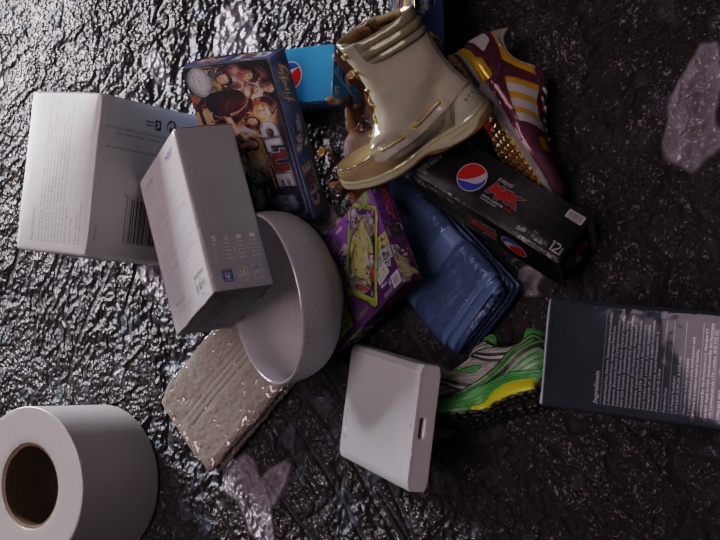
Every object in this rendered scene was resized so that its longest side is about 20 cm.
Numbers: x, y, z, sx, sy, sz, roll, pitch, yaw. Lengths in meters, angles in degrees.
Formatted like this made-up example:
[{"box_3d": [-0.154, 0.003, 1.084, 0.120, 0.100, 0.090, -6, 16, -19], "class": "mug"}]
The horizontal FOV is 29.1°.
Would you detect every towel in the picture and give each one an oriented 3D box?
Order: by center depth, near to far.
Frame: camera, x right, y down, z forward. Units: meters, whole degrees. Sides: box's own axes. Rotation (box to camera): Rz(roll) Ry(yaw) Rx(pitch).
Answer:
[{"box_3d": [0.083, -0.009, 1.551, 0.200, 0.048, 0.112, 49, 115, 27], "class": "towel"}, {"box_3d": [-0.160, 0.142, 1.723, 0.200, 0.034, 0.133, -49, 63, 22], "class": "towel"}]

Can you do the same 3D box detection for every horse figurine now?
[{"box_3d": [-0.007, -0.149, 1.595, 0.050, 0.132, 0.202, 2, 78, 22], "class": "horse figurine"}]

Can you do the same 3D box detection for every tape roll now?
[{"box_3d": [-0.381, 0.276, 1.806, 0.201, 0.139, 0.205, -3, 86, 36], "class": "tape roll"}]

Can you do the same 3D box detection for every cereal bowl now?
[{"box_3d": [-0.076, 0.028, 1.602, 0.200, 0.083, 0.202, 25, 118, 58], "class": "cereal bowl"}]

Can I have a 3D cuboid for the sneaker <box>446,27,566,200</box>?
[{"box_3d": [0.178, -0.167, 1.481, 0.090, 0.075, 0.201, -33, 88, -12], "class": "sneaker"}]

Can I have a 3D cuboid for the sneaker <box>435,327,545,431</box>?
[{"box_3d": [0.132, 0.121, 1.502, 0.199, 0.078, 0.086, -20, 60, 30], "class": "sneaker"}]

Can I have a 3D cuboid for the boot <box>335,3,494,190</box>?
[{"box_3d": [0.021, -0.179, 1.449, 0.199, 0.072, 0.155, -25, 116, 36], "class": "boot"}]

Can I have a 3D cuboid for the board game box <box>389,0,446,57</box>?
[{"box_3d": [0.062, -0.286, 1.545, 0.135, 0.034, 0.202, 151, 117, -79], "class": "board game box"}]

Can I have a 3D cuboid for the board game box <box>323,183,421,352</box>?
[{"box_3d": [0.000, 0.000, 1.568, 0.200, 0.032, 0.121, -47, 61, 56], "class": "board game box"}]

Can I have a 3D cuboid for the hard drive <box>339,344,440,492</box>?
[{"box_3d": [0.030, 0.158, 1.527, 0.200, 0.026, 0.133, -171, 88, -68], "class": "hard drive"}]

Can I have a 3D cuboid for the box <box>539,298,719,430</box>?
[{"box_3d": [0.296, 0.090, 1.331, 0.199, 0.148, 0.108, 4, 88, 35], "class": "box"}]

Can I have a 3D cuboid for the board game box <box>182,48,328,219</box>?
[{"box_3d": [-0.125, -0.158, 1.655, 0.135, 0.035, 0.201, -1, 115, 35], "class": "board game box"}]

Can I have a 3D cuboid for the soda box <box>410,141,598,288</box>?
[{"box_3d": [0.152, -0.067, 1.472, 0.199, 0.071, 0.063, 35, 79, 26], "class": "soda box"}]

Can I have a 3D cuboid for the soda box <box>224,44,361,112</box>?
[{"box_3d": [-0.095, -0.228, 1.685, 0.199, 0.064, 0.068, 0, 87, 36], "class": "soda box"}]

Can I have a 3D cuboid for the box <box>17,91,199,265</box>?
[{"box_3d": [-0.308, -0.112, 1.745, 0.130, 0.198, 0.202, 6, 89, 36], "class": "box"}]

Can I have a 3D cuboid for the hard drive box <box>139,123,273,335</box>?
[{"box_3d": [-0.183, -0.046, 1.615, 0.156, 0.076, 0.201, -40, 62, 59], "class": "hard drive box"}]
